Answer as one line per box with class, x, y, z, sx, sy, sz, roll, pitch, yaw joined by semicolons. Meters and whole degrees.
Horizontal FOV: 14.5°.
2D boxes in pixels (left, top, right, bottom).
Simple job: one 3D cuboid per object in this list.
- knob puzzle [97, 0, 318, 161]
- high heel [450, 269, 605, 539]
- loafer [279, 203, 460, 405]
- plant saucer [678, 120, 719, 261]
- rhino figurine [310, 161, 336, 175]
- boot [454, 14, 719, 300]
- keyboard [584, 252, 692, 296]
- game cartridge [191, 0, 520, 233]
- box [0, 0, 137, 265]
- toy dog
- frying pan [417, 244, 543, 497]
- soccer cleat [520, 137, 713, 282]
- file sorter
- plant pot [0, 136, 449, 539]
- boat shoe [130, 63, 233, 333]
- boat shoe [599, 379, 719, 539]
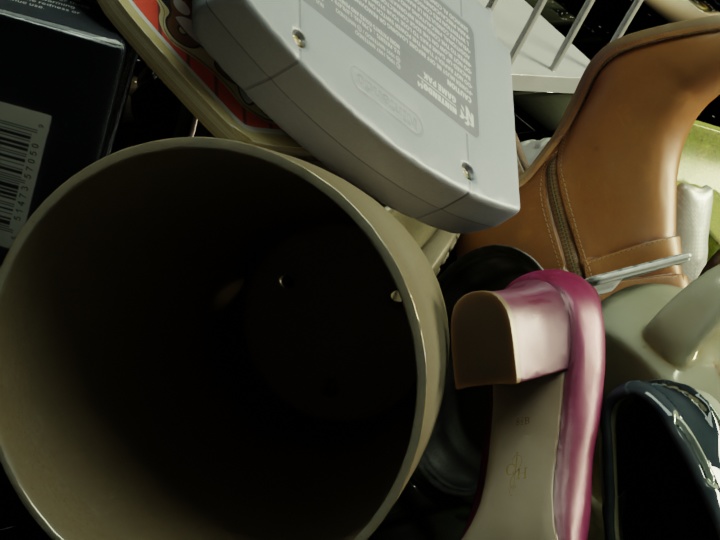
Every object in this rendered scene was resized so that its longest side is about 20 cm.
knob puzzle;-0.052;-0.126;1.249;0.220;0.030;0.220;34;32;-25
high heel;0.082;0.101;1.190;0.067;0.200;0.096;4;6;34
loafer;0.000;0.000;1.399;0.067;0.076;0.200;33;25;-6
plant saucer;0.240;-0.023;1.711;0.200;0.048;0.200;14;24;-31
rhino figurine;-0.026;-0.071;1.412;0.087;0.200;0.060;18;67;-10
boot;0.145;-0.031;1.451;0.074;0.200;0.155;19;45;-63
keyboard;0.082;0.016;1.357;0.056;0.200;0.011;-20;90;-29
game cartridge;-0.002;-0.102;1.240;0.200;0.040;0.133;36;37;-40
box;-0.159;-0.088;1.294;0.107;0.149;0.200;15;26;-3
toy dog;0.162;0.051;1.349;0.139;0.194;0.200;33;33;29
frying pan;0.069;0.073;1.253;0.031;0.115;0.190;13;40;-36
soccer cleat;0.111;-0.046;1.551;0.200;0.086;0.070;27;21;34
file sorter;0.077;-0.204;1.803;0.200;0.125;0.139;-2;38;-47
plant pot;-0.038;0.032;1.212;0.187;0.187;0.200;34;13;10
boat shoe;-0.088;-0.060;1.349;0.057;0.067;0.200;17;60;-25
boat shoe;0.139;0.143;1.190;0.062;0.075;0.200;12;70;-59
